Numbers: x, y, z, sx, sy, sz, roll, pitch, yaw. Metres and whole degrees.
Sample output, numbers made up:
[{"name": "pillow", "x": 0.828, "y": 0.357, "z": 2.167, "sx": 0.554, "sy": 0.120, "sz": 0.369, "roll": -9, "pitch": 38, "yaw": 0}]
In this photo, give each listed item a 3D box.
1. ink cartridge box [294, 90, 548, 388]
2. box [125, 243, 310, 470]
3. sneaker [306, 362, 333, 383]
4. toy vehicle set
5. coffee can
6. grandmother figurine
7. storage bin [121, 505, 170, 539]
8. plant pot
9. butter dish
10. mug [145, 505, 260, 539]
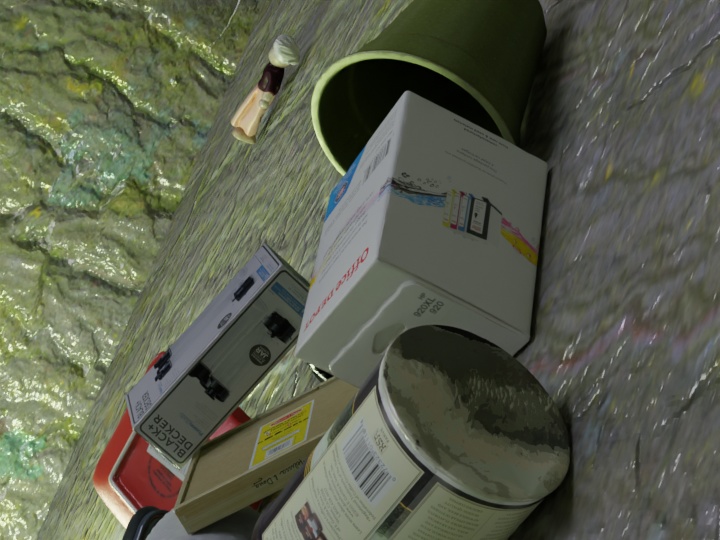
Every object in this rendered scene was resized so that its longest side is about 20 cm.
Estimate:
[{"name": "ink cartridge box", "x": 0.052, "y": -0.009, "z": 1.319, "sx": 0.147, "sy": 0.144, "sz": 0.201, "roll": -50, "pitch": 20, "yaw": 44}, {"name": "box", "x": -0.125, "y": 0.076, "z": 1.468, "sx": 0.200, "sy": 0.060, "sz": 0.117, "roll": -48, "pitch": 16, "yaw": 1}, {"name": "sneaker", "x": -0.013, "y": 0.099, "z": 1.494, "sx": 0.076, "sy": 0.087, "sz": 0.200, "roll": -62, "pitch": 15, "yaw": 10}, {"name": "toy vehicle set", "x": -0.061, "y": 0.146, "z": 1.373, "sx": 0.199, "sy": 0.027, "sz": 0.124, "roll": -28, "pitch": 15, "yaw": 13}, {"name": "coffee can", "x": 0.032, "y": 0.157, "z": 1.113, "sx": 0.200, "sy": 0.146, "sz": 0.147, "roll": -54, "pitch": 18, "yaw": 35}, {"name": "grandmother figurine", "x": -0.164, "y": -0.320, "z": 2.799, "sx": 0.201, "sy": 0.060, "sz": 0.122, "roll": -61, "pitch": 21, "yaw": 26}, {"name": "storage bin", "x": -0.161, "y": 0.345, "z": 1.567, "sx": 0.134, "sy": 0.145, "sz": 0.201, "roll": -5, "pitch": 56, "yaw": 42}, {"name": "plant pot", "x": 0.084, "y": -0.177, "z": 1.467, "sx": 0.200, "sy": 0.200, "sz": 0.190, "roll": -46, "pitch": 10, "yaw": 53}, {"name": "butter dish", "x": -0.169, "y": 0.219, "z": 1.779, "sx": 0.200, "sy": 0.147, "sz": 0.200, "roll": 42, "pitch": 113, "yaw": 31}, {"name": "mug", "x": -0.154, "y": 0.281, "z": 1.407, "sx": 0.175, "sy": 0.199, "sz": 0.149, "roll": -112, "pitch": 13, "yaw": -73}]
